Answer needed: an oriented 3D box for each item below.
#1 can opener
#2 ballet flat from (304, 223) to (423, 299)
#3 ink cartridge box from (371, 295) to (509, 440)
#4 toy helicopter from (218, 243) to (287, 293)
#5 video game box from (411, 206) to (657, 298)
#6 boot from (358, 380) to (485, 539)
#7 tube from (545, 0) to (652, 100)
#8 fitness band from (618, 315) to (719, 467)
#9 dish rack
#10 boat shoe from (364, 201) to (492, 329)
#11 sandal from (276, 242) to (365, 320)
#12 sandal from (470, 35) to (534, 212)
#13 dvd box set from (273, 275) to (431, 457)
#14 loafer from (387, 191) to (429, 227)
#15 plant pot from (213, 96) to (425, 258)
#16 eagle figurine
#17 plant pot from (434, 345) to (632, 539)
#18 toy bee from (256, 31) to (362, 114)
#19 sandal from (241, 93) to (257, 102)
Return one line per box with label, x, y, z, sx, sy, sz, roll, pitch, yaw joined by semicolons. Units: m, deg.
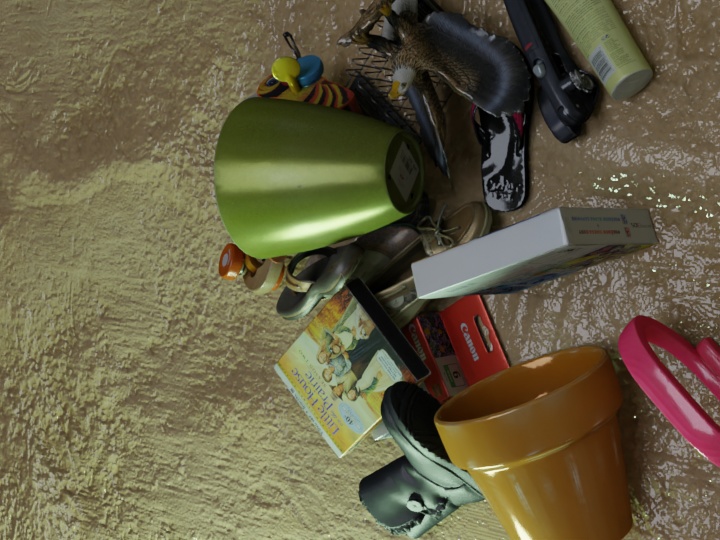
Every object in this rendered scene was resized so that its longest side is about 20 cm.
can opener;0.200;-0.241;1.485;0.078;0.063;0.202;-33;72;37
ballet flat;0.000;0.000;1.666;0.199;0.068;0.068;-21;34;46
ink cartridge box;0.077;0.114;1.621;0.199;0.050;0.110;-35;70;37
toy helicopter;-0.110;-0.070;1.749;0.132;0.078;0.203;0;76;63
video game box;0.185;-0.018;1.434;0.199;0.181;0.047;-21;76;39
boot;0.052;0.230;1.577;0.167;0.200;0.077;-33;29;34
tube;0.247;-0.277;1.458;0.052;0.057;0.201;89;156;-64
fitness band;0.337;0.121;1.334;0.200;0.143;0.038;51;123;27
dish rack;0.047;-0.235;1.625;0.154;0.054;0.201;49;122;28
boat shoe;0.074;-0.010;1.580;0.200;0.062;0.074;-48;28;16
sandal;-0.058;0.004;1.607;0.082;0.054;0.200;-60;13;-21
sandal;0.158;-0.168;1.534;0.074;0.045;0.203;-3;91;34
dvd box set;-0.015;0.118;1.618;0.147;0.029;0.200;53;136;11
loafer;-0.005;-0.085;1.666;0.198;0.072;0.074;9;97;40
plant pot;-0.034;-0.109;1.537;0.198;0.186;0.190;-1;92;32
eagle figurine;0.075;-0.222;1.508;0.152;0.199;0.152;-53;10;-10
plant pot;0.202;0.205;1.441;0.199;0.199;0.185;-18;97;40
toy bee;-0.083;-0.210;1.685;0.132;0.108;0.200;59;171;-21
sandal;-0.123;-0.157;1.734;0.204;0.081;0.050;-102;5;-47
